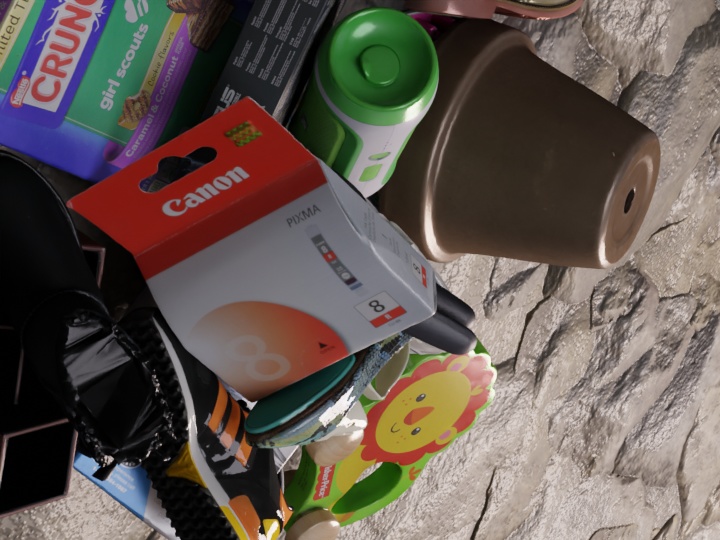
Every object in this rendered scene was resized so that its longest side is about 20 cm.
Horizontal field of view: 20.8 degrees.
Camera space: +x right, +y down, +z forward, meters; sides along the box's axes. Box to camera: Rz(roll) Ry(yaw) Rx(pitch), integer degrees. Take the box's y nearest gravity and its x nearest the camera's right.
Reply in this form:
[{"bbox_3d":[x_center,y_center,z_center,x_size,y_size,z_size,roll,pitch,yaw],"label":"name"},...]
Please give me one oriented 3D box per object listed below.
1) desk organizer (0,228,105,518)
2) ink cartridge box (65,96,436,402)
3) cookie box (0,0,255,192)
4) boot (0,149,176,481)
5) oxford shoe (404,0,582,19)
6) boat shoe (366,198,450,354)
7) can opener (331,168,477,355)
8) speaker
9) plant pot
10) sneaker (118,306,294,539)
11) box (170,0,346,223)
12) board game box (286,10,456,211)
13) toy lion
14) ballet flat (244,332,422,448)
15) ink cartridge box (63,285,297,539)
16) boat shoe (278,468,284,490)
[{"bbox_3d":[-0.234,0.061,1.328,0.072,0.077,0.201,-13,124,-44],"label":"desk organizer"},{"bbox_3d":[-0.069,-0.008,1.277,0.162,0.050,0.200,-27,133,27],"label":"ink cartridge box"},{"bbox_3d":[-0.174,-0.152,1.251,0.200,0.075,0.172,22,97,-53],"label":"cookie box"},{"bbox_3d":[-0.185,0.025,1.204,0.073,0.162,0.199,-27,109,-11],"label":"boot"},{"bbox_3d":[0.113,-0.235,1.533,0.200,0.071,0.074,-10,108,-52],"label":"oxford shoe"},{"bbox_3d":[0.013,-0.005,1.486,0.072,0.066,0.200,-51,120,-24],"label":"boat shoe"},{"bbox_3d":[0.000,0.000,1.358,0.079,0.200,0.063,-42,-161,36],"label":"can opener"},{"bbox_3d":[-0.002,-0.110,1.348,0.088,0.088,0.200,-45,176,-17],"label":"speaker"},{"bbox_3d":[0.136,-0.081,1.540,0.200,0.174,0.201,-49,151,-40],"label":"plant pot"},{"bbox_3d":[-0.108,0.109,1.372,0.090,0.070,0.201,-35,109,-48],"label":"sneaker"},{"bbox_3d":[-0.054,-0.147,1.323,0.200,0.043,0.160,-63,180,23],"label":"box"},{"bbox_3d":[-0.012,-0.095,1.519,0.200,0.026,0.201,-18,127,-41],"label":"board game box"},{"bbox_3d":[0.022,0.133,1.622,0.191,0.069,0.200,-16,141,-27],"label":"toy lion"},{"bbox_3d":[-0.007,0.076,1.391,0.200,0.074,0.074,-48,144,-36],"label":"ballet flat"},{"bbox_3d":[-0.116,0.089,1.440,0.146,0.086,0.200,41,84,-30],"label":"ink cartridge box"},{"bbox_3d":[-0.093,0.122,1.544,0.074,0.062,0.201,-27,130,-32],"label":"boat shoe"}]
